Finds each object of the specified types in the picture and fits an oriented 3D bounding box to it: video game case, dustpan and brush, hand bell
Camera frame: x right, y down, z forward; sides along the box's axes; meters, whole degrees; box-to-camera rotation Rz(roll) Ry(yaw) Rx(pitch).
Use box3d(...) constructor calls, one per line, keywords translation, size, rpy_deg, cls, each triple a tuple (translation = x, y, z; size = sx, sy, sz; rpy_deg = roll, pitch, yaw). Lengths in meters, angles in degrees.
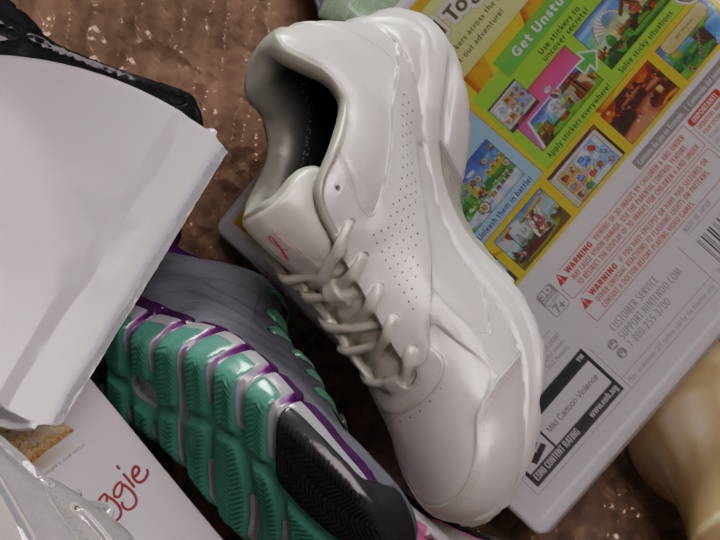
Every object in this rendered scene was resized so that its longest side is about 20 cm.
box3d(translation=(0.070, -0.032, 0.910), size=(0.182, 0.023, 0.200), rpy_deg=(42, 100, 12), cls="video game case")
box3d(translation=(-0.167, -0.040, 0.837), size=(0.199, 0.057, 0.140), rpy_deg=(33, 63, -5), cls="dustpan and brush")
box3d(translation=(0.152, 0.131, 0.864), size=(0.103, 0.104, 0.201), rpy_deg=(17, 42, -12), cls="hand bell")

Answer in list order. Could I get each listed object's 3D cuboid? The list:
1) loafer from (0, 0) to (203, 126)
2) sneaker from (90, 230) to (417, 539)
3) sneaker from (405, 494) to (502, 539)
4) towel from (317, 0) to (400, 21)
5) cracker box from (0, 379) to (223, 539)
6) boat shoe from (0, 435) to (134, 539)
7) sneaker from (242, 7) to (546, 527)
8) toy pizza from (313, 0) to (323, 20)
box3d(translation=(-0.155, -0.086, 0.907), size=(0.199, 0.068, 0.071), rpy_deg=(14, 70, -9), cls="loafer")
box3d(translation=(-0.038, 0.036, 0.857), size=(0.087, 0.075, 0.199), rpy_deg=(-30, 50, -36), cls="sneaker")
box3d(translation=(0.049, 0.137, 0.886), size=(0.199, 0.081, 0.086), rpy_deg=(36, 22, 11), cls="sneaker")
box3d(translation=(0.104, -0.120, 0.970), size=(0.199, 0.023, 0.153), rpy_deg=(24, 55, 10), cls="towel")
box3d(translation=(-0.144, 0.092, 0.836), size=(0.134, 0.058, 0.200), rpy_deg=(-37, 82, -30), cls="cracker box")
box3d(translation=(-0.100, 0.109, 0.777), size=(0.200, 0.072, 0.068), rpy_deg=(48, 39, 13), cls="boat shoe")
box3d(translation=(0.000, 0.000, 0.854), size=(0.099, 0.078, 0.202), rpy_deg=(-3, 69, -43), cls="sneaker")
box3d(translation=(0.066, -0.129, 1.029), size=(0.198, 0.032, 0.202), rpy_deg=(8, 65, -18), cls="toy pizza")
